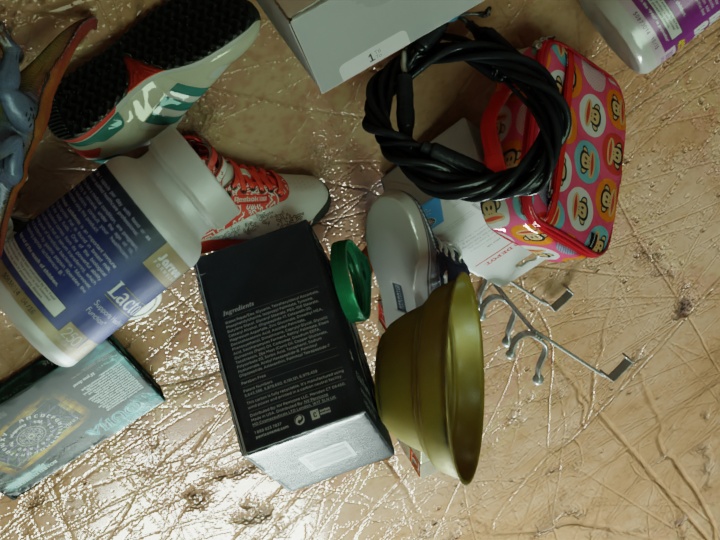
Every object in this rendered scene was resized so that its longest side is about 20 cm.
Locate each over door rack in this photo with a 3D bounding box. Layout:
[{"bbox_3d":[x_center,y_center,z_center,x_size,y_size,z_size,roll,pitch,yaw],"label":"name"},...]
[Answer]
[{"bbox_3d":[0.204,0.067,1.431,0.199,0.148,0.067,16,118,-40],"label":"over door rack"}]

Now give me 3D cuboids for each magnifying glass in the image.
[{"bbox_3d":[0.000,0.000,1.233,0.022,0.200,0.080,-14,98,9],"label":"magnifying glass"}]

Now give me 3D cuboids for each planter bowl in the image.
[{"bbox_3d":[0.063,0.103,1.177,0.083,0.201,0.201,-2,141,16],"label":"planter bowl"}]

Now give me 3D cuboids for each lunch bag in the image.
[{"bbox_3d":[0.183,-0.121,1.215,0.082,0.201,0.176,-7,157,44],"label":"lunch bag"}]

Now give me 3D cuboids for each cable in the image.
[{"bbox_3d":[0.097,-0.141,1.126,0.163,0.200,0.051,-36,158,-11],"label":"cable"}]

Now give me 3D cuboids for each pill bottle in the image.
[{"bbox_3d":[-0.206,-0.023,1.031,0.200,0.116,0.116,-40,139,-4],"label":"pill bottle"},{"bbox_3d":[0.318,-0.292,1.185,0.200,0.112,0.112,-39,139,7],"label":"pill bottle"}]

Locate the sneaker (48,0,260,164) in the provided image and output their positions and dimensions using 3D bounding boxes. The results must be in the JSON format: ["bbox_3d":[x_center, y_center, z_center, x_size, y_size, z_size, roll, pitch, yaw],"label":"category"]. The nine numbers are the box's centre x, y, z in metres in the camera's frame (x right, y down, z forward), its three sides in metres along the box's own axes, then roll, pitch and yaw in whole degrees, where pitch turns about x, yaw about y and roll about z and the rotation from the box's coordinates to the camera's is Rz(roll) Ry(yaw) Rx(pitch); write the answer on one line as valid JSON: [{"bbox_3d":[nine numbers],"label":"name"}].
[{"bbox_3d":[-0.168,-0.161,1.052,0.199,0.071,0.093,-34,157,-2],"label":"sneaker"}]

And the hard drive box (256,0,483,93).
[{"bbox_3d":[-0.015,-0.253,0.946,0.155,0.200,0.077,-29,139,-3],"label":"hard drive box"}]

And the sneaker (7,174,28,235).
[{"bbox_3d":[-0.348,-0.036,1.015,0.200,0.100,0.075,-50,164,20],"label":"sneaker"}]

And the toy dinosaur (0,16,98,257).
[{"bbox_3d":[-0.266,-0.095,0.941,0.199,0.105,0.183,-15,100,-27],"label":"toy dinosaur"}]

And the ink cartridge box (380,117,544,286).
[{"bbox_3d":[0.129,-0.066,1.301,0.116,0.067,0.200,-35,141,24],"label":"ink cartridge box"}]

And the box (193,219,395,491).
[{"bbox_3d":[-0.061,0.089,1.197,0.123,0.198,0.200,-20,159,2],"label":"box"}]

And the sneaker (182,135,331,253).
[{"bbox_3d":[-0.119,-0.077,1.150,0.200,0.067,0.108,-14,138,-17],"label":"sneaker"}]

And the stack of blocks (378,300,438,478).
[{"bbox_3d":[0.071,0.133,1.436,0.058,0.115,0.201,-19,137,-16],"label":"stack of blocks"}]

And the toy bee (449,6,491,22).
[{"bbox_3d":[0.047,-0.267,1.056,0.130,0.200,0.110,-1,104,7],"label":"toy bee"}]

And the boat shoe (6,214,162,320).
[{"bbox_3d":[-0.272,-0.005,1.127,0.199,0.062,0.075,16,121,-38],"label":"boat shoe"}]

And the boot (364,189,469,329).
[{"bbox_3d":[0.063,-0.013,1.244,0.090,0.073,0.201,-40,139,-33],"label":"boot"}]

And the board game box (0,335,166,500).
[{"bbox_3d":[-0.317,0.148,1.271,0.199,0.028,0.135,-33,139,-1],"label":"board game box"}]
